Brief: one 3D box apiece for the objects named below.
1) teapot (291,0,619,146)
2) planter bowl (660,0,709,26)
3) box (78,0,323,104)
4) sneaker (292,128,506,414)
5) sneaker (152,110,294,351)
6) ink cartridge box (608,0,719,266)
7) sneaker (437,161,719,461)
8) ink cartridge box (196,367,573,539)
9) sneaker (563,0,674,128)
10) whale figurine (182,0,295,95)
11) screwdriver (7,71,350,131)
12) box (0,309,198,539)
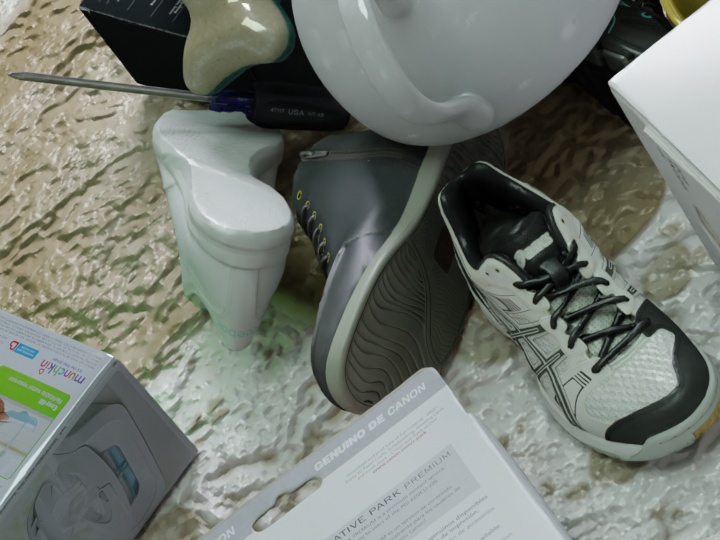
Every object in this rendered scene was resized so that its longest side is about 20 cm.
[{"bbox_3d":[0.032,-0.169,1.464,0.198,0.146,0.200,-53,35,-10],"label":"teapot"},{"bbox_3d":[0.234,-0.213,1.505,0.200,0.084,0.201,-19,46,20],"label":"planter bowl"},{"bbox_3d":[-0.049,-0.195,1.689,0.141,0.079,0.200,17,64,44],"label":"box"},{"bbox_3d":[0.000,0.000,1.497,0.106,0.075,0.200,-7,41,36],"label":"sneaker"},{"bbox_3d":[-0.080,-0.025,1.573,0.075,0.089,0.200,3,25,-8],"label":"sneaker"},{"bbox_3d":[0.250,-0.069,1.319,0.200,0.147,0.145,-39,42,-1],"label":"ink cartridge box"},{"bbox_3d":[0.098,0.018,1.393,0.076,0.088,0.200,-41,43,-6],"label":"sneaker"},{"bbox_3d":[0.009,0.170,1.322,0.200,0.084,0.176,-37,42,1],"label":"ink cartridge box"},{"bbox_3d":[0.132,-0.131,1.510,0.079,0.075,0.200,-48,43,-15],"label":"sneaker"},{"bbox_3d":[-0.064,-0.195,1.589,0.159,0.104,0.201,-24,65,36],"label":"whale figurine"},{"bbox_3d":[-0.101,-0.096,1.586,0.199,0.029,0.028,2,48,-17],"label":"screwdriver"},{"bbox_3d":[-0.222,0.112,1.524,0.200,0.097,0.177,18,66,43],"label":"box"}]
